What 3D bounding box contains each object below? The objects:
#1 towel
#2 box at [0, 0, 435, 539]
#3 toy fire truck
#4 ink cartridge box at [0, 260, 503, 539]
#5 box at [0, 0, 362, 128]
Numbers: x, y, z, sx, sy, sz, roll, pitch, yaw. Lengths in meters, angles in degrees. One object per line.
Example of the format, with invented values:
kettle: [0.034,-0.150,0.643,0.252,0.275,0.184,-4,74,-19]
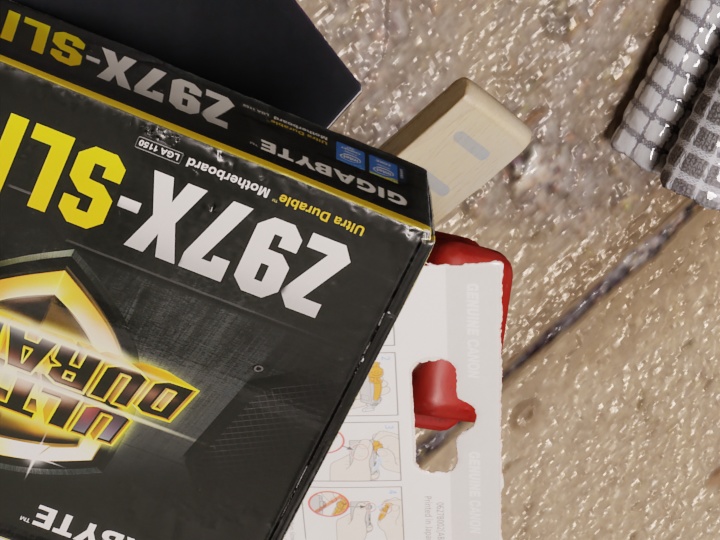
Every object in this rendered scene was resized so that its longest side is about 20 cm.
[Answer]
towel: [0.232,-0.094,1.108,0.199,0.085,0.166,12,107,-42]
box: [-0.097,0.008,0.737,0.199,0.049,0.160,22,115,-11]
toy fire truck: [0.000,0.000,0.891,0.175,0.199,0.130,12,86,-38]
ink cartridge box: [-0.050,0.039,0.833,0.198,0.050,0.162,-3,137,0]
box: [-0.107,-0.119,0.791,0.079,0.141,0.200,-48,134,-8]
